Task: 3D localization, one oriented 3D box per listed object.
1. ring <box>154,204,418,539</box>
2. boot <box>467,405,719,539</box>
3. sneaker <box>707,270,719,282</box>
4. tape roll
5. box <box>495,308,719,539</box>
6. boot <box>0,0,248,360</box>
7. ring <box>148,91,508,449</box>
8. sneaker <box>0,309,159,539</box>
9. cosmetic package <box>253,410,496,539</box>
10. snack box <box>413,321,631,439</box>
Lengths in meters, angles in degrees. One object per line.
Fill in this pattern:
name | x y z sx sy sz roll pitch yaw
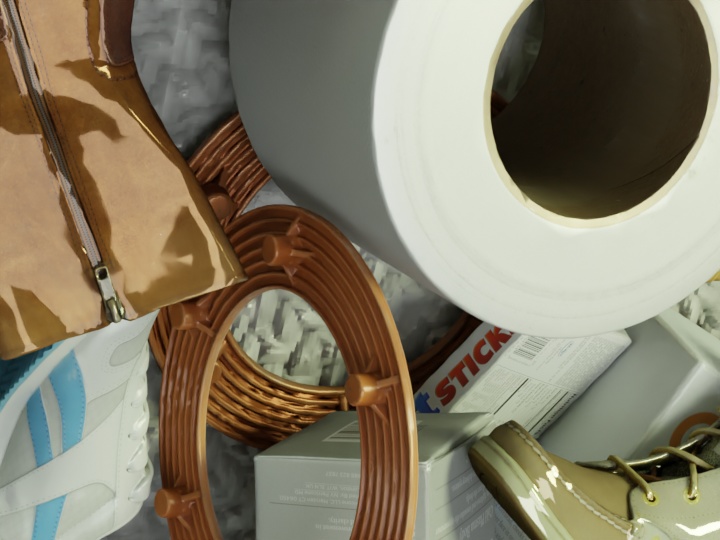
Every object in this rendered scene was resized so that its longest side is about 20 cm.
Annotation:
ring | -0.038 0.073 1.073 0.019 0.200 0.201 0 118 -33
boot | 0.151 0.083 1.148 0.155 0.072 0.200 -46 128 6
sneaker | 0.176 -0.051 1.200 0.199 0.076 0.088 -11 121 -31
tape roll | 0.063 -0.087 1.067 0.202 0.139 0.204 -8 109 -24
box | 0.122 0.125 1.257 0.124 0.098 0.200 31 101 -32
boot | -0.088 -0.084 1.030 0.188 0.068 0.201 -23 99 -7
ring | 0.000 0.000 1.181 0.200 0.019 0.201 -9 121 -16
sneaker | -0.122 0.059 1.137 0.081 0.077 0.200 22 118 -19
cosmetic package | 0.008 0.168 1.148 0.090 0.107 0.201 0 99 19
snack box | 0.036 0.087 1.220 0.200 0.024 0.072 -47 144 19
